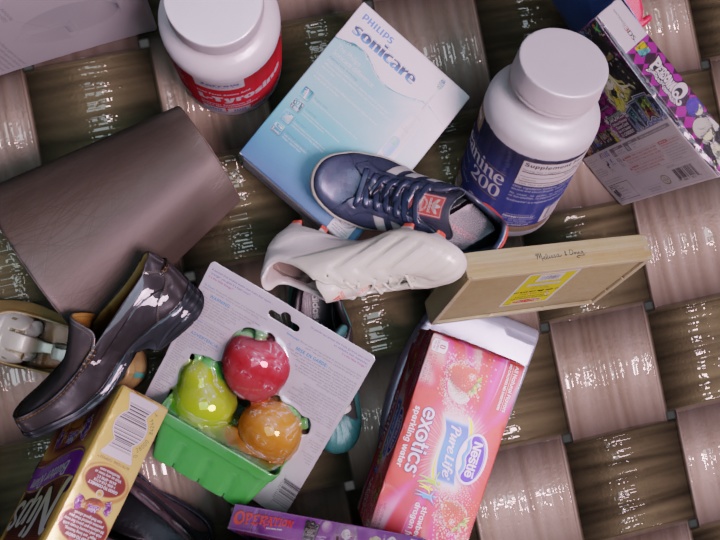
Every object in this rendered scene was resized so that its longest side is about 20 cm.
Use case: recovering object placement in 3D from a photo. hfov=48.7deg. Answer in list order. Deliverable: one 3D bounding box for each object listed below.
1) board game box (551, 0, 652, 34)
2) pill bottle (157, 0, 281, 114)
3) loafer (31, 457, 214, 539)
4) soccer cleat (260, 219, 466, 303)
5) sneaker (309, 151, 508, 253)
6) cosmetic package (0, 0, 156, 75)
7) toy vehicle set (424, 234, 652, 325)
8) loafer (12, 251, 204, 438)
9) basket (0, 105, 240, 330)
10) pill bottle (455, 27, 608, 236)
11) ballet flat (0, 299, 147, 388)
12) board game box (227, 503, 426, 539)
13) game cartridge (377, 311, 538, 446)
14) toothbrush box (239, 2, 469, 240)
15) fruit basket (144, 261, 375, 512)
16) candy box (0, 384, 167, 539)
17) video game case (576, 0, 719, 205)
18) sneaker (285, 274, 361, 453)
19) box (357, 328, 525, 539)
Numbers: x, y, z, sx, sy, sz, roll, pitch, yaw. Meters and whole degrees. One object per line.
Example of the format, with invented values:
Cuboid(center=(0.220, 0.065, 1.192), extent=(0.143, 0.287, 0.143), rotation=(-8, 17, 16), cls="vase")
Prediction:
Cuboid(center=(0.246, -0.268, 0.793), extent=(0.039, 0.158, 0.201), rotation=(-38, 56, 7), cls="board game box")
Cuboid(center=(-0.131, -0.225, 0.760), extent=(0.111, 0.200, 0.114), rotation=(0, 88, -5), cls="pill bottle")
Cuboid(center=(-0.241, 0.241, 0.804), extent=(0.198, 0.063, 0.073), rotation=(26, 88, -4), cls="loafer")
Cuboid(center=(0.000, 0.000, 0.740), extent=(0.198, 0.070, 0.078), rotation=(5, 50, 24), cls="soccer cleat")
Cuboid(center=(0.051, -0.063, 0.751), extent=(0.198, 0.084, 0.076), rotation=(16, 90, -12), cls="sneaker")
Cuboid(center=(-0.318, -0.285, 0.744), extent=(0.198, 0.199, 0.124), rotation=(-19, 91, -6), cls="cosmetic package")
Cuboid(center=(0.175, 0.011, 0.802), extent=(0.197, 0.124, 0.027), rotation=(-6, 68, -17), cls="toy vehicle set")
Cuboid(center=(-0.238, 0.064, 0.717), extent=(0.200, 0.073, 0.073), rotation=(-43, 121, -11), cls="loafer")
Cuboid(center=(-0.231, -0.061, 0.783), extent=(0.199, 0.136, 0.181), rotation=(-36, 84, -9), cls="basket")
Cuboid(center=(0.165, -0.131, 0.775), extent=(0.109, 0.201, 0.112), rotation=(3, 59, -6), cls="pill bottle")
Cuboid(center=(-0.314, 0.073, 0.802), extent=(0.197, 0.063, 0.070), rotation=(14, 87, -5), cls="ballet flat")
Cuboid(center=(-0.013, 0.264, 0.751), extent=(0.198, 0.120, 0.033), rotation=(1, 63, 27), cls="board game box")
Cuboid(center=(0.097, 0.134, 0.854), extent=(0.132, 0.040, 0.202), rotation=(21, 86, -1), cls="game cartridge")
Cuboid(center=(-0.008, -0.144, 0.826), extent=(0.146, 0.085, 0.201), rotation=(39, 86, -5), cls="toothbrush box")
Cuboid(center=(-0.109, 0.119, 0.786), extent=(0.184, 0.094, 0.202), rotation=(29, 99, 0), cls="fruit basket")
Cuboid(center=(-0.262, 0.206, 0.727), extent=(0.056, 0.116, 0.202), rotation=(34, 64, -29), cls="candy box")
Cuboid(center=(0.260, -0.156, 0.796), extent=(0.036, 0.200, 0.182), rotation=(-40, 91, -7), cls="video game case")
Cuboid(center=(-0.039, 0.093, 0.818), extent=(0.070, 0.080, 0.203), rotation=(-12, 90, -8), cls="sneaker")
Cuboid(center=(0.077, 0.168, 0.786), extent=(0.099, 0.095, 0.202), rotation=(20, 87, -5), cls="box")
